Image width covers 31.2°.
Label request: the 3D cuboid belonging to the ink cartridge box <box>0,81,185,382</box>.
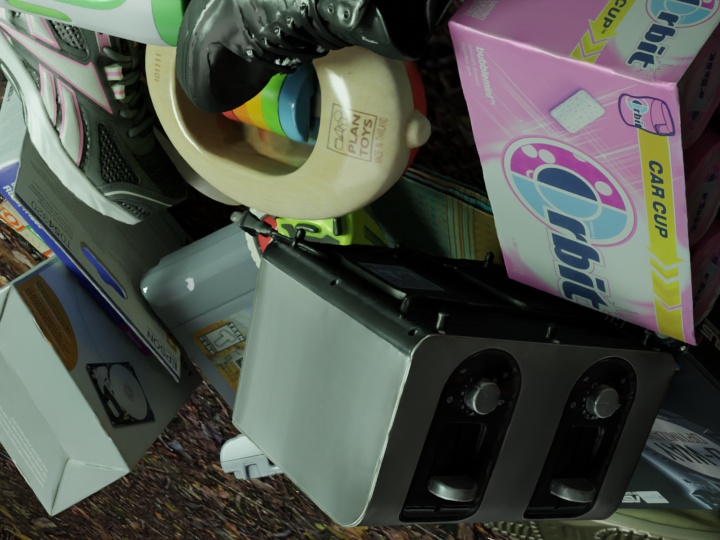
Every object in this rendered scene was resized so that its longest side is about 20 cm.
[{"bbox_3d":[-0.203,-0.033,0.972,0.043,0.201,0.197,-27,123,14],"label":"ink cartridge box"}]

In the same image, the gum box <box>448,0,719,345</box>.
[{"bbox_3d":[0.122,-0.054,0.631,0.113,0.066,0.201,23,152,30],"label":"gum box"}]

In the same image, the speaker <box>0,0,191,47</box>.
[{"bbox_3d":[-0.164,-0.176,0.675,0.198,0.089,0.089,16,150,16],"label":"speaker"}]

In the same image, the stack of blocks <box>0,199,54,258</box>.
[{"bbox_3d":[-0.219,-0.015,1.149,0.200,0.059,0.115,45,154,-17],"label":"stack of blocks"}]

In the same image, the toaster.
[{"bbox_3d":[0.038,0.056,0.713,0.179,0.120,0.200,7,-166,-35],"label":"toaster"}]

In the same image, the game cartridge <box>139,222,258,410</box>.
[{"bbox_3d":[-0.062,0.047,0.988,0.132,0.042,0.201,-23,128,14],"label":"game cartridge"}]

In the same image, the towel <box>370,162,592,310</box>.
[{"bbox_3d":[0.088,-0.002,0.824,0.199,0.022,0.147,26,154,19],"label":"towel"}]

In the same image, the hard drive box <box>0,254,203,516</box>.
[{"bbox_3d":[-0.214,0.068,0.982,0.157,0.076,0.200,59,-167,-9],"label":"hard drive box"}]

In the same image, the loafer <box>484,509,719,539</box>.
[{"bbox_3d":[0.182,0.169,0.945,0.198,0.069,0.076,11,150,15],"label":"loafer"}]

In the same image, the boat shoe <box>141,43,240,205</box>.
[{"bbox_3d":[-0.136,-0.129,0.846,0.200,0.072,0.060,42,114,10],"label":"boat shoe"}]

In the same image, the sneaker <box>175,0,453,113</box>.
[{"bbox_3d":[-0.010,-0.126,0.591,0.200,0.060,0.105,-51,56,28],"label":"sneaker"}]

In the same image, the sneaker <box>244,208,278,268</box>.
[{"bbox_3d":[-0.015,0.030,0.900,0.085,0.077,0.201,34,161,51],"label":"sneaker"}]

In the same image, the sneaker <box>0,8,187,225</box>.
[{"bbox_3d":[-0.161,-0.119,0.765,0.086,0.081,0.201,-28,112,22],"label":"sneaker"}]

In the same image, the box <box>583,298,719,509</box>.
[{"bbox_3d":[0.178,0.088,0.801,0.160,0.044,0.199,42,150,-23],"label":"box"}]

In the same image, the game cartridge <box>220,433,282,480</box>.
[{"bbox_3d":[0.011,0.114,0.946,0.198,0.041,0.133,-13,173,18],"label":"game cartridge"}]

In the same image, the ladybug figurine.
[{"bbox_3d":[-0.036,-0.101,0.717,0.199,0.072,0.137,26,118,34],"label":"ladybug figurine"}]

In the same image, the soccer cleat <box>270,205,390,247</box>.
[{"bbox_3d":[-0.001,0.000,0.824,0.064,0.084,0.202,2,115,40],"label":"soccer cleat"}]
